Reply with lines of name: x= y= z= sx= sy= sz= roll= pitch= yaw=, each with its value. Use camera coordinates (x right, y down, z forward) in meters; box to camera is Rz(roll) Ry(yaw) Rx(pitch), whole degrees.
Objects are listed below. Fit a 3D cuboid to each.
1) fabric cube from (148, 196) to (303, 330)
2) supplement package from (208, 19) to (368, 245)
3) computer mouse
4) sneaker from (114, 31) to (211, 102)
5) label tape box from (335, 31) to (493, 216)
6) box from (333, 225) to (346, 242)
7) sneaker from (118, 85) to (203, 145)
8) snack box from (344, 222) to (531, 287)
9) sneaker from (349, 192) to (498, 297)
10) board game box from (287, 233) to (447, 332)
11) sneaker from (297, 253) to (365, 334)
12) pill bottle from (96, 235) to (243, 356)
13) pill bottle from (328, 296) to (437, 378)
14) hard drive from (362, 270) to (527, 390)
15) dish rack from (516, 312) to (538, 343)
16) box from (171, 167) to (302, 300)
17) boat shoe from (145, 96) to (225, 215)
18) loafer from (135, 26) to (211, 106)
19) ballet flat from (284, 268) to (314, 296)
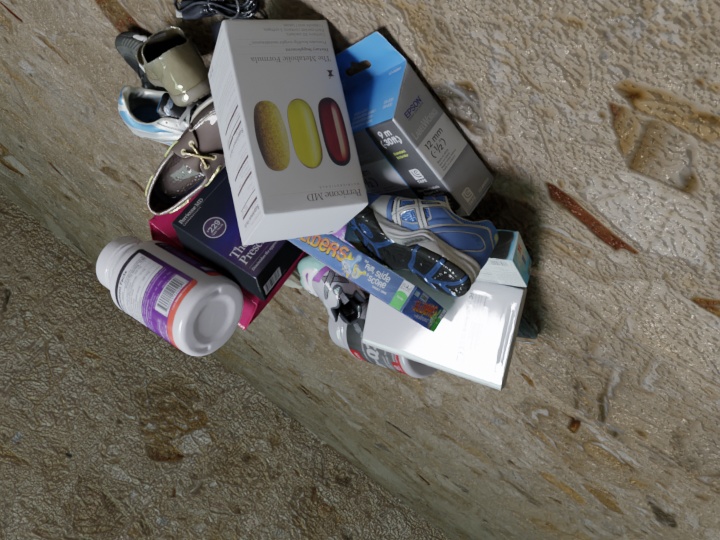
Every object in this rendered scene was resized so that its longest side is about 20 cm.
fabric cube: x=-0.188 y=-0.058 z=1.001 sx=0.200 sy=0.200 sz=0.196 roll=38 pitch=159 yaw=-3
supplement package: x=-0.079 y=-0.141 z=0.663 sx=0.110 sy=0.113 sz=0.201 roll=147 pitch=111 yaw=-66
computer mouse: x=-0.141 y=-0.242 z=0.766 sx=0.138 sy=0.053 sz=0.200 roll=16 pitch=150 yaw=39
sneaker: x=-0.277 y=-0.251 z=0.900 sx=0.200 sy=0.091 sz=0.066 roll=41 pitch=156 yaw=-9
label tape box: x=0.029 y=-0.142 z=0.694 sx=0.200 sy=0.066 sz=0.143 roll=45 pitch=156 yaw=-24
box: x=0.035 y=-0.034 z=0.927 sx=0.137 sy=0.039 sz=0.200 roll=42 pitch=157 yaw=-13
sneaker: x=-0.219 y=-0.192 z=0.829 sx=0.199 sy=0.072 sz=0.073 roll=12 pitch=164 yaw=3
snack box: x=0.093 y=-0.024 z=0.755 sx=0.199 sy=0.037 sz=0.116 roll=8 pitch=168 yaw=24
sneaker: x=0.057 y=-0.043 z=0.672 sx=0.200 sy=0.077 sz=0.076 roll=32 pitch=159 yaw=38
board game box: x=0.000 y=0.000 z=0.772 sx=0.200 sy=0.035 sz=0.135 roll=32 pitch=179 yaw=25
sneaker: x=-0.037 y=0.046 z=1.055 sx=0.140 sy=0.078 sz=0.200 roll=54 pitch=179 yaw=10
pill bottle: x=-0.266 y=0.026 z=0.868 sx=0.200 sy=0.111 sz=0.112 roll=26 pitch=155 yaw=29
pill bottle: x=0.043 y=0.106 z=1.087 sx=0.200 sy=0.114 sz=0.114 roll=9 pitch=145 yaw=48
hard drive: x=0.104 y=0.061 z=0.830 sx=0.200 sy=0.132 sz=0.026 roll=16 pitch=-166 yaw=27
dish rack: x=0.143 y=0.073 z=0.903 sx=0.200 sy=0.055 sz=0.153 roll=2 pitch=152 yaw=42
box: x=-0.130 y=-0.084 z=0.860 sx=0.141 sy=0.200 sz=0.079 roll=30 pitch=158 yaw=15
boat shoe: x=-0.205 y=-0.141 z=0.797 sx=0.072 sy=0.060 sz=0.200 roll=38 pitch=126 yaw=-23
loafer: x=-0.235 y=-0.267 z=0.790 sx=0.200 sy=0.076 sz=0.068 roll=43 pitch=162 yaw=47
ballet flat: x=-0.148 y=-0.024 z=1.168 sx=0.200 sy=0.075 sz=0.068 roll=38 pitch=159 yaw=-1
